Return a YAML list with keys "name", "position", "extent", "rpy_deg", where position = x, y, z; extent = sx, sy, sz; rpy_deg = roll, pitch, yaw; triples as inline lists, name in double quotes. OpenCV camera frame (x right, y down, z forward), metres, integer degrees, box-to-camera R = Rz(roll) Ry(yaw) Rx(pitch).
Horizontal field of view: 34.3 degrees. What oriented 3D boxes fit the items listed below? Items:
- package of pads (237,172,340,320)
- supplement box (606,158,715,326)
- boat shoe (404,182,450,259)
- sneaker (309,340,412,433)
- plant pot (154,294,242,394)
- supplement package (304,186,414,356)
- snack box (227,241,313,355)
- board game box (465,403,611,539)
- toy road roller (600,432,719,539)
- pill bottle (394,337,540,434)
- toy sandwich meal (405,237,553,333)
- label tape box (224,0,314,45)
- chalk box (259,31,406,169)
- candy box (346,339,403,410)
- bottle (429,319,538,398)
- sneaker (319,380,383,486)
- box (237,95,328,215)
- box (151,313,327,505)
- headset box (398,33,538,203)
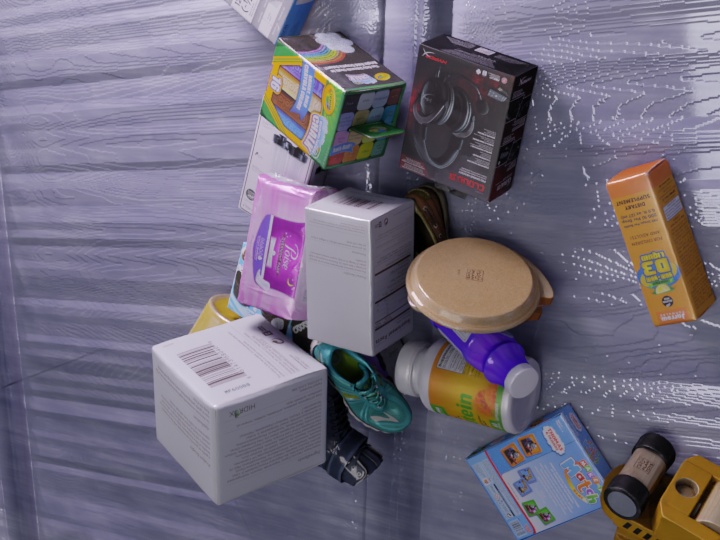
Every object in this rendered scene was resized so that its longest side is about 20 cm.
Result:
- name: "package of pads"
  position: [-0.106, -0.036, 1.723]
  extent: [0.119, 0.075, 0.203]
  rpy_deg: [17, 101, 33]
- name: "supplement box"
  position: [0.382, -0.034, 1.485]
  extent: [0.066, 0.069, 0.202]
  rpy_deg: [-14, 103, 41]
- name: "boat shoe"
  position: [0.100, -0.022, 1.693]
  extent: [0.071, 0.068, 0.202]
  rpy_deg: [-8, 105, 37]
- name: "sneaker"
  position: [0.002, 0.172, 1.720]
  extent: [0.200, 0.078, 0.080]
  rpy_deg: [44, 171, -17]
- name: "plant pot"
  position: [-0.219, 0.153, 1.933]
  extent: [0.199, 0.200, 0.191]
  rpy_deg: [30, 108, 22]
- name: "supplement package"
  position: [0.000, 0.000, 1.656]
  extent: [0.116, 0.117, 0.203]
  rpy_deg: [13, 115, 31]
- name: "snack box"
  position: [-0.118, 0.048, 1.810]
  extent: [0.199, 0.037, 0.118]
  rpy_deg: [31, 114, 33]
- name: "board game box"
  position: [0.271, 0.303, 1.733]
  extent: [0.199, 0.036, 0.152]
  rpy_deg: [-34, 89, 41]
- name: "toy road roller"
  position: [0.423, 0.332, 1.588]
  extent: [0.198, 0.123, 0.147]
  rpy_deg: [26, 138, 25]
- name: "pill bottle"
  position: [0.153, 0.161, 1.706]
  extent: [0.198, 0.111, 0.113]
  rpy_deg: [12, 117, 32]
- name: "toy sandwich meal"
  position: [0.157, 0.031, 1.596]
  extent: [0.204, 0.205, 0.071]
  rpy_deg: [26, 136, 24]
- name: "label tape box"
  position: [-0.150, -0.447, 1.689]
  extent: [0.200, 0.066, 0.144]
  rpy_deg: [41, 128, 12]
- name: "chalk box"
  position: [-0.026, -0.228, 1.629]
  extent: [0.200, 0.124, 0.125]
  rpy_deg: [44, 131, 32]
- name: "candy box"
  position: [-0.024, 0.115, 1.841]
  extent: [0.167, 0.071, 0.202]
  rpy_deg: [-20, 98, 40]
- name: "bottle"
  position: [0.172, 0.101, 1.615]
  extent: [0.066, 0.083, 0.200]
  rpy_deg: [-59, 39, 14]
- name: "sneaker"
  position: [-0.021, 0.237, 1.797]
  extent: [0.145, 0.077, 0.204]
  rpy_deg: [31, 126, 20]
- name: "box"
  position: [-0.109, -0.162, 1.787]
  extent: [0.116, 0.060, 0.202]
  rpy_deg: [31, 125, 21]
- name: "box"
  position: [-0.178, 0.200, 1.727]
  extent: [0.198, 0.198, 0.174]
  rpy_deg: [33, 129, 46]
- name: "headset box"
  position: [0.141, -0.197, 1.581]
  extent: [0.148, 0.077, 0.202]
  rpy_deg: [25, 121, 25]
